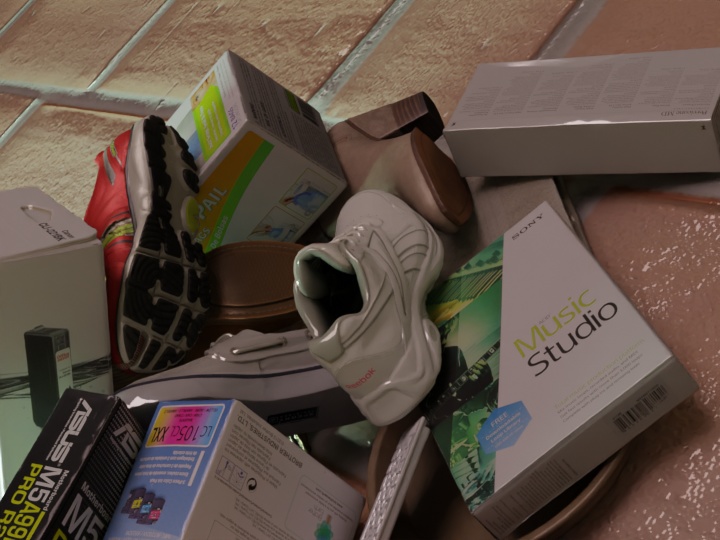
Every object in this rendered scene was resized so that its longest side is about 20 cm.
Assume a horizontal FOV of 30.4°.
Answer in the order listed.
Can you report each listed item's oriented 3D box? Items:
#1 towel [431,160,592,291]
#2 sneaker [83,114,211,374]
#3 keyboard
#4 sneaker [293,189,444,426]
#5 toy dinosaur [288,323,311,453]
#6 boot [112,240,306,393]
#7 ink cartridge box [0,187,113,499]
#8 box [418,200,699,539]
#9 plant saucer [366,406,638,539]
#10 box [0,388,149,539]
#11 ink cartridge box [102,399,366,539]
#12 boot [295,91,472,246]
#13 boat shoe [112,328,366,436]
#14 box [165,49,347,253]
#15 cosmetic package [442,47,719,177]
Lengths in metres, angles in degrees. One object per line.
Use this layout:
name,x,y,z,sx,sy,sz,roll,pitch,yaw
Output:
towel,0.094,-0.026,0.982,0.132,0.034,0.201,-33,33,17
sneaker,-0.157,-0.011,0.926,0.085,0.077,0.201,-24,51,29
keyboard,-0.003,0.182,0.786,0.201,0.011,0.056,-67,9,-21
sneaker,0.000,0.000,0.863,0.078,0.099,0.201,-37,32,22
toy dinosaur,-0.016,0.042,0.996,0.101,0.058,0.201,-18,38,35
boot,-0.103,0.062,0.992,0.199,0.155,0.074,-14,49,0
ink cartridge box,-0.228,0.060,0.894,0.083,0.201,0.144,-11,22,-29
box,0.101,0.053,0.815,0.144,0.036,0.200,-39,30,7
plant saucer,0.092,0.103,0.826,0.199,0.030,0.201,-28,33,20
box,-0.162,0.197,0.824,0.044,0.201,0.161,7,52,26
ink cartridge box,-0.090,0.196,0.793,0.076,0.136,0.201,-10,50,41
boot,0.005,-0.056,1.024,0.146,0.070,0.200,-34,28,17
boat shoe,-0.074,0.071,0.886,0.199,0.072,0.066,-9,53,-16
box,-0.120,-0.049,1.038,0.200,0.101,0.113,-46,35,20
cosmetic package,0.166,-0.110,0.947,0.199,0.051,0.083,2,43,32
